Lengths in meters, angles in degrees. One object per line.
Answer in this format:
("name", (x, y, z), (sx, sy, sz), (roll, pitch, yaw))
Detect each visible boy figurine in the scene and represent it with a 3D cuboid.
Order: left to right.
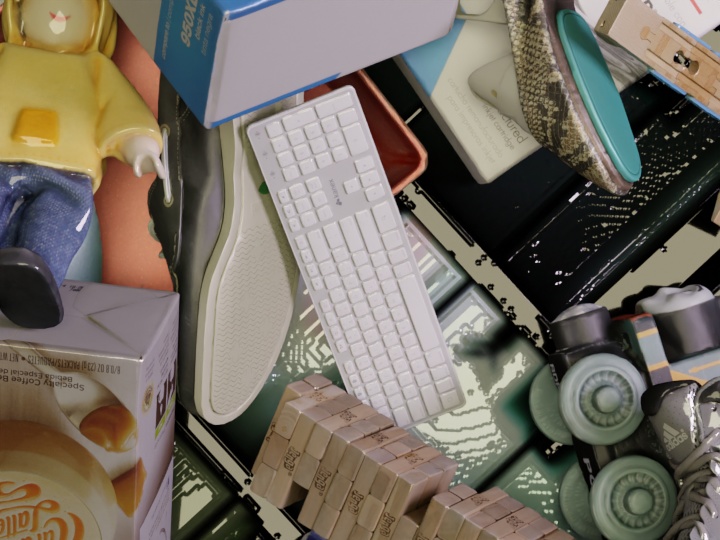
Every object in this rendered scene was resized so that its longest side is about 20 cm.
("boy figurine", (-0.150, -0.068, 1.269), (0.124, 0.064, 0.200), (8, 58, 8))

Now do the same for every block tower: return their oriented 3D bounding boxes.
("block tower", (0.037, 0.128, 1.314), (0.200, 0.054, 0.058), (30, 111, 21))

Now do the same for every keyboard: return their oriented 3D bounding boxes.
("keyboard", (0.000, 0.000, 1.326), (0.056, 0.011, 0.200), (-19, 122, 3))

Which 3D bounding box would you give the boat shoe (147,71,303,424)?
("boat shoe", (-0.072, -0.025, 1.321), (0.067, 0.072, 0.201), (9, 99, 36))

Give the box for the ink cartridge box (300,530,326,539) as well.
("ink cartridge box", (0.021, 0.237, 1.363), (0.196, 0.043, 0.200), (34, 92, 0))

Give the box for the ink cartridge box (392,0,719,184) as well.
("ink cartridge box", (0.112, -0.146, 1.345), (0.200, 0.067, 0.116), (-35, 90, 0))

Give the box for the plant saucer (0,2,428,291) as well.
("plant saucer", (-0.101, -0.072, 1.360), (0.199, 0.037, 0.200), (-38, 92, 0))

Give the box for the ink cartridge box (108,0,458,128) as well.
("ink cartridge box", (-0.062, -0.184, 1.272), (0.144, 0.084, 0.200), (-24, 60, -26))

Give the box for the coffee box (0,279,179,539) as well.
("coffee box", (-0.154, 0.109, 1.299), (0.114, 0.080, 0.201), (6, 115, 7))

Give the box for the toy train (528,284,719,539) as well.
("toy train", (0.162, 0.106, 1.346), (0.114, 0.085, 0.201), (-17, 89, -12))

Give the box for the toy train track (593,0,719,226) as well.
("toy train track", (0.175, -0.091, 1.315), (0.200, 0.033, 0.115), (28, 90, -44))

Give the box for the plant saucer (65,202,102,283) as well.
("plant saucer", (-0.230, -0.007, 1.334), (0.200, 0.039, 0.202), (2, 100, 11))

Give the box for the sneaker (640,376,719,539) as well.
("sneaker", (0.155, 0.117, 1.270), (0.200, 0.075, 0.116), (-37, 91, -32))

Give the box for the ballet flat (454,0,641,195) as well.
("ballet flat", (0.080, -0.127, 1.286), (0.075, 0.068, 0.201), (-15, 86, 22))
